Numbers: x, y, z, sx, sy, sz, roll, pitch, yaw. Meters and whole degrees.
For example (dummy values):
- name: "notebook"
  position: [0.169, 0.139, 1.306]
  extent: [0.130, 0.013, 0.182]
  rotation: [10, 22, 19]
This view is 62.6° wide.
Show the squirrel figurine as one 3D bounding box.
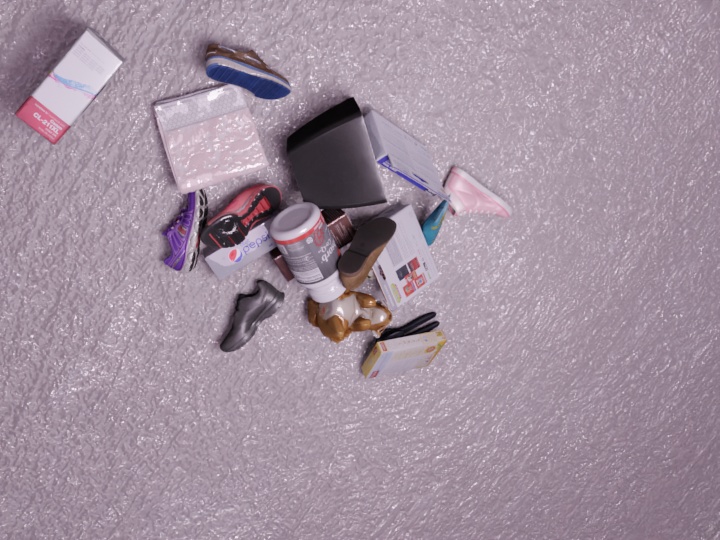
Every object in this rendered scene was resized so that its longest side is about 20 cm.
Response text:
- name: "squirrel figurine"
  position: [-0.024, 0.106, 1.455]
  extent: [0.185, 0.199, 0.144]
  rotation: [9, 73, -37]

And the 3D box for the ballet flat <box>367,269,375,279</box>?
- name: "ballet flat"
  position: [0.000, 0.000, 1.470]
  extent: [0.197, 0.069, 0.071]
  rotation: [-5, 111, -18]

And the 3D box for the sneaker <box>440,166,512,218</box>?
- name: "sneaker"
  position: [0.286, -0.166, 1.504]
  extent: [0.199, 0.075, 0.105]
  rotation: [32, 92, -18]

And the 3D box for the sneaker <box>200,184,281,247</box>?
- name: "sneaker"
  position: [-0.268, -0.122, 1.309]
  extent: [0.199, 0.087, 0.074]
  rotation: [-37, 124, -13]

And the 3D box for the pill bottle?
- name: "pill bottle"
  position: [-0.104, -0.036, 1.275]
  extent: [0.115, 0.116, 0.201]
  rotation: [-30, 126, -6]

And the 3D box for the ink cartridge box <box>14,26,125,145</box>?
- name: "ink cartridge box"
  position: [-0.537, -0.348, 1.109]
  extent: [0.083, 0.146, 0.200]
  rotation: [41, 93, -28]

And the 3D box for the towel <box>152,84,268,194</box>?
- name: "towel"
  position: [-0.315, -0.282, 1.251]
  extent: [0.197, 0.032, 0.194]
  rotation: [-19, 100, -11]

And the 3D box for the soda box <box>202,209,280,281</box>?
- name: "soda box"
  position: [-0.259, -0.063, 1.357]
  extent: [0.198, 0.063, 0.069]
  rotation: [-32, 118, -5]

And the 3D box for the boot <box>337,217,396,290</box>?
- name: "boot"
  position: [0.014, -0.040, 1.310]
  extent: [0.200, 0.073, 0.076]
  rotation: [-51, 154, -32]

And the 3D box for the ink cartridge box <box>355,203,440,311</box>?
- name: "ink cartridge box"
  position: [0.076, -0.030, 1.429]
  extent: [0.175, 0.083, 0.202]
  rotation: [-34, 109, -30]

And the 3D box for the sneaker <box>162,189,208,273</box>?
- name: "sneaker"
  position: [-0.388, -0.095, 1.296]
  extent: [0.082, 0.081, 0.203]
  rotation: [15, 98, -5]

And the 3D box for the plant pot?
- name: "plant pot"
  position: [-0.060, -0.243, 1.299]
  extent: [0.175, 0.200, 0.202]
  rotation: [-17, 115, 1]

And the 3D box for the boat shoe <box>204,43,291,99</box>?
- name: "boat shoe"
  position: [-0.227, -0.418, 1.227]
  extent: [0.198, 0.072, 0.074]
  rotation: [9, 66, -45]

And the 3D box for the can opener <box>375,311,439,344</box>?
- name: "can opener"
  position: [0.126, 0.169, 1.579]
  extent: [0.198, 0.078, 0.064]
  rotation: [-19, 107, -22]

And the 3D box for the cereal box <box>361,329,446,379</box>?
- name: "cereal box"
  position: [0.113, 0.220, 1.552]
  extent: [0.197, 0.040, 0.145]
  rotation: [-6, 146, -25]

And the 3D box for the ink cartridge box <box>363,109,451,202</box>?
- name: "ink cartridge box"
  position: [0.102, -0.244, 1.326]
  extent: [0.198, 0.202, 0.041]
  rotation: [24, 127, -38]

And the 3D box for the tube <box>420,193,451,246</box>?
- name: "tube"
  position: [0.175, -0.115, 1.423]
  extent: [0.050, 0.200, 0.078]
  rotation: [24, 73, 2]

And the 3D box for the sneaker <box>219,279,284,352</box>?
- name: "sneaker"
  position: [-0.274, 0.107, 1.418]
  extent: [0.091, 0.076, 0.200]
  rotation: [43, 85, -17]

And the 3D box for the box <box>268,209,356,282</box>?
- name: "box"
  position: [-0.114, -0.067, 1.386]
  extent: [0.198, 0.100, 0.076]
  rotation: [-31, 116, -6]
